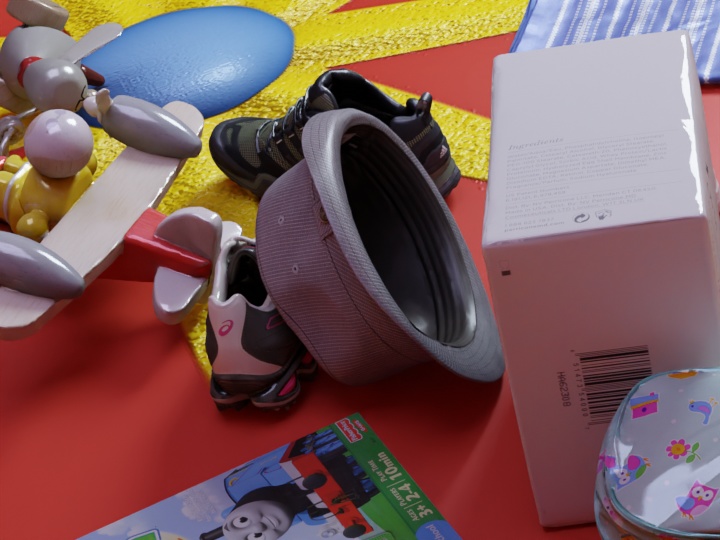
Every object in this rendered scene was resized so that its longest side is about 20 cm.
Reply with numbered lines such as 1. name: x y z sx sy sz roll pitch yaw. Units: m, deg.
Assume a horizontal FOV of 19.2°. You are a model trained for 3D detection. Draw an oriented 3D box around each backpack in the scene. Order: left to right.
1. backpack: 0.221 0.120 1.081 0.200 0.127 0.167 -1 39 23

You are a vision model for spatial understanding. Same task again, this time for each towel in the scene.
1. towel: 0.216 -0.185 1.616 0.200 0.024 0.145 1 37 20

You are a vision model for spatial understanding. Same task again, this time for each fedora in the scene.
1. fedora: 0.000 0.000 1.319 0.090 0.177 0.200 -31 72 23

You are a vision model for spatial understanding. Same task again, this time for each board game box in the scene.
1. board game box: -0.056 0.168 1.188 0.200 0.037 0.151 -24 36 -14

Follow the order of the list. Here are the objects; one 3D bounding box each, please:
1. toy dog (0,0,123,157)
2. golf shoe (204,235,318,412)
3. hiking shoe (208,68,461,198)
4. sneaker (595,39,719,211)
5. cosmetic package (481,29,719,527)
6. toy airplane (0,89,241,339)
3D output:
1. toy dog: -0.232 -0.147 1.660 0.096 0.132 0.200 18 31 -24
2. golf shoe: -0.051 0.005 1.379 0.077 0.088 0.200 -5 33 15
3. hiking shoe: -0.024 -0.104 1.513 0.200 0.101 0.076 7 38 28
4. sneaker: 0.167 -0.116 1.452 0.074 0.116 0.200 -32 37 -22
5. cosmetic package: 0.146 0.002 1.211 0.123 0.200 0.200 -8 35 9
6. toy airplane: -0.181 -0.042 1.429 0.199 0.141 0.200 -20 34 -10
